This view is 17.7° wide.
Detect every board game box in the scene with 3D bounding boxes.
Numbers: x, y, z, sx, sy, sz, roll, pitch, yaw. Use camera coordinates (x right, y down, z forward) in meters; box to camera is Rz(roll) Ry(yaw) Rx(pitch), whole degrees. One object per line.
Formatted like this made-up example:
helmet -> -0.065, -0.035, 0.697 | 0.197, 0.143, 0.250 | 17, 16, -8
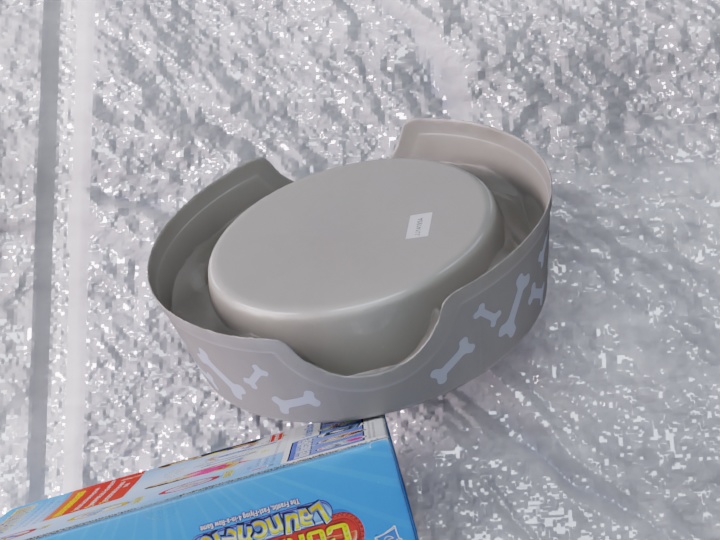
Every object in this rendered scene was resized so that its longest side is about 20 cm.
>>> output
board game box -> -0.074, 0.119, 1.049 | 0.194, 0.200, 0.056 | -16, 91, 0

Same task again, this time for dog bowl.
dog bowl -> 0.000, 0.000, 1.117 | 0.198, 0.059, 0.201 | -12, 30, 7
